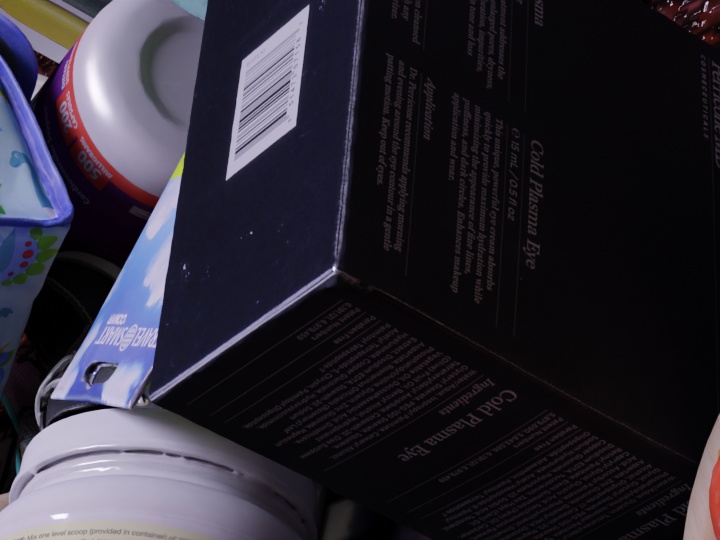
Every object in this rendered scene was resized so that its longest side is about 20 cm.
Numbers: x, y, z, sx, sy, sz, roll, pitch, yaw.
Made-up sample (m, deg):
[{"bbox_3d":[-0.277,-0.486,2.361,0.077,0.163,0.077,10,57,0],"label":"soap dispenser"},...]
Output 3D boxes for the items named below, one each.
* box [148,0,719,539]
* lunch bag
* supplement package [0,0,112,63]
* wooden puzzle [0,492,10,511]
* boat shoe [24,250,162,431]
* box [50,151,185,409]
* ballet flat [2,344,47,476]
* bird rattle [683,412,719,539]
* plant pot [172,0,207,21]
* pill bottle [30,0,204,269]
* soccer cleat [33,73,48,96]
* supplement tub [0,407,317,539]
[{"bbox_3d":[0.038,-0.018,0.851,0.104,0.182,0.200,-35,37,41],"label":"box"},{"bbox_3d":[-0.225,-0.039,1.144,0.200,0.127,0.170,61,142,32],"label":"lunch bag"},{"bbox_3d":[-0.138,-0.211,1.298,0.152,0.200,0.151,-21,48,51],"label":"supplement package"},{"bbox_3d":[-0.162,0.197,1.101,0.200,0.037,0.185,-20,73,54],"label":"wooden puzzle"},{"bbox_3d":[-0.117,0.054,1.105,0.200,0.068,0.072,46,139,45],"label":"boat shoe"},{"bbox_3d":[-0.047,-0.025,0.984,0.200,0.048,0.122,-63,18,-12],"label":"box"},{"bbox_3d":[-0.134,0.086,1.183,0.071,0.069,0.200,-32,32,2],"label":"ballet flat"},{"bbox_3d":[0.151,0.074,0.711,0.163,0.113,0.200,169,112,-70],"label":"bird rattle"},{"bbox_3d":[-0.020,-0.178,1.107,0.200,0.200,0.134,-119,42,-58],"label":"plant pot"},{"bbox_3d":[-0.117,-0.050,1.195,0.200,0.112,0.113,-41,33,54],"label":"pill bottle"},{"bbox_3d":[-0.167,-0.075,1.384,0.200,0.078,0.069,-130,31,-76],"label":"soccer cleat"},{"bbox_3d":[-0.088,0.169,0.932,0.145,0.145,0.200,-32,40,43],"label":"supplement tub"}]
